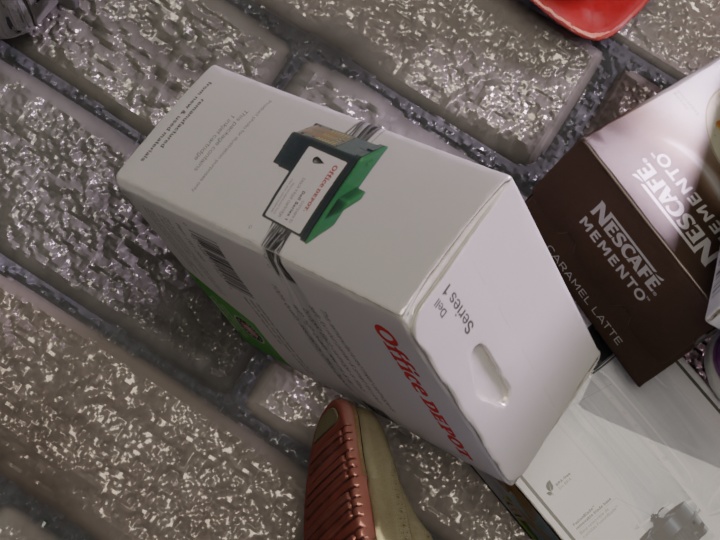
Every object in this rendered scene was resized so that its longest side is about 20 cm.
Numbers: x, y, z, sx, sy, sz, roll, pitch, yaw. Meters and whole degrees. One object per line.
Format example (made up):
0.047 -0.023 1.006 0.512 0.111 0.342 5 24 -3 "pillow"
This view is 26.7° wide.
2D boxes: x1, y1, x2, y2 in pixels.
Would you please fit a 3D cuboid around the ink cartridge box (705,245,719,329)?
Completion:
0.269 -0.008 0.731 0.199 0.041 0.200 29 50 -8 "ink cartridge box"

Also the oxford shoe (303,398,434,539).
0.022 0.157 0.728 0.073 0.071 0.201 -2 67 -25 "oxford shoe"

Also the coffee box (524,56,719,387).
0.193 -0.043 0.797 0.199 0.080 0.115 -31 79 -34 "coffee box"

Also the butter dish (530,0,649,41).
0.130 -0.271 0.849 0.199 0.148 0.200 40 76 5 "butter dish"

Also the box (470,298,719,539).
0.129 0.093 0.801 0.116 0.060 0.200 -39 83 -13 "box"

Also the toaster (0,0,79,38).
-0.222 -0.221 0.824 0.199 0.114 0.130 32 78 2 "toaster"

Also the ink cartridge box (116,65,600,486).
0.000 0.000 0.724 0.199 0.146 0.084 25 69 39 "ink cartridge box"

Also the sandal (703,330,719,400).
0.275 0.043 0.810 0.201 0.050 0.083 1 43 -20 "sandal"
